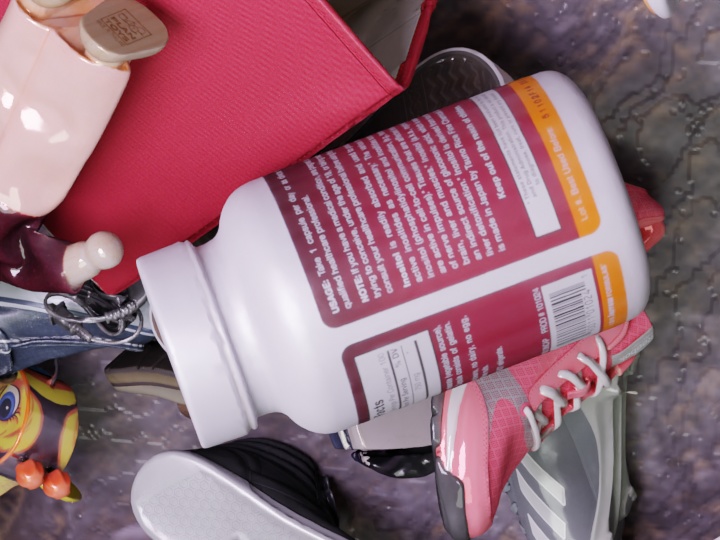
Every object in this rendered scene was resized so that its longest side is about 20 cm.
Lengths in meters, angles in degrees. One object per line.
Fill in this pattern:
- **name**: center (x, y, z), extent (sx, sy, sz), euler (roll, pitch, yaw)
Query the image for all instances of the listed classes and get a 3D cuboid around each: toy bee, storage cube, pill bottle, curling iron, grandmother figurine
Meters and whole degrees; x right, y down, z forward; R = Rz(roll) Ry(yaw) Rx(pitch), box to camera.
- **toy bee**: center (-0.187, 0.080, 1.482), extent (0.130, 0.109, 0.200), euler (6, 135, -25)
- **storage cube**: center (-0.086, -0.134, 1.322), extent (0.179, 0.171, 0.200), euler (-35, 107, 27)
- **pill bottle**: center (0.012, 0.000, 1.248), extent (0.199, 0.113, 0.113), euler (-20, 115, -5)
- **curling iron**: center (-0.145, -0.053, 1.386), extent (0.049, 0.201, 0.026), euler (-20, 155, -2)
- **grandmother figurine**: center (-0.149, -0.038, 1.261), extent (0.121, 0.060, 0.200), euler (47, 127, 17)

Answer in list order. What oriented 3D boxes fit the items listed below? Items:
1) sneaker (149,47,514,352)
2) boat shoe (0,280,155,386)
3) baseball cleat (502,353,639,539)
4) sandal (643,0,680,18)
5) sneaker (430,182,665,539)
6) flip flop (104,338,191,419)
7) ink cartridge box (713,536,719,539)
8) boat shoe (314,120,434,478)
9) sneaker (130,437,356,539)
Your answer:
- **sneaker**: center (-0.002, -0.018, 1.354), extent (0.200, 0.085, 0.073), euler (-35, 71, 10)
- **boat shoe**: center (-0.189, 0.041, 1.418), extent (0.199, 0.071, 0.092), euler (6, 88, 11)
- **baseball cleat**: center (0.087, 0.092, 1.477), extent (0.106, 0.070, 0.201), euler (10, 113, 18)
- **sandal**: center (0.082, -0.203, 1.309), extent (0.059, 0.079, 0.207), euler (-22, 103, 23)
- **sneaker**: center (0.088, 0.034, 1.363), extent (0.086, 0.201, 0.074), euler (12, 154, 13)
- **flip flop**: center (-0.057, 0.049, 1.415), extent (0.200, 0.081, 0.058), euler (5, 129, 58)
- **ink cartridge box**: center (0.171, 0.206, 1.462), extent (0.200, 0.083, 0.146), euler (-34, 150, 26)
- **boat shoe**: center (0.000, 0.000, 1.435), extent (0.074, 0.093, 0.201), euler (-4, 88, -14)
- **sneaker**: center (-0.015, 0.148, 1.492), extent (0.200, 0.099, 0.071), euler (36, 108, 9)
